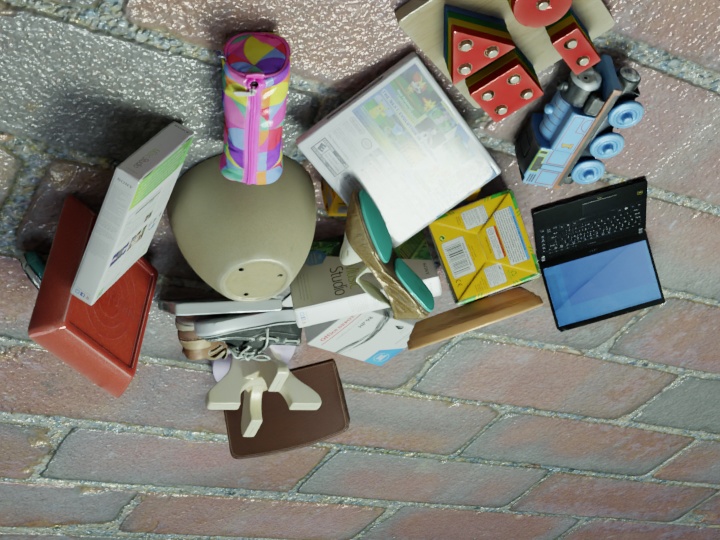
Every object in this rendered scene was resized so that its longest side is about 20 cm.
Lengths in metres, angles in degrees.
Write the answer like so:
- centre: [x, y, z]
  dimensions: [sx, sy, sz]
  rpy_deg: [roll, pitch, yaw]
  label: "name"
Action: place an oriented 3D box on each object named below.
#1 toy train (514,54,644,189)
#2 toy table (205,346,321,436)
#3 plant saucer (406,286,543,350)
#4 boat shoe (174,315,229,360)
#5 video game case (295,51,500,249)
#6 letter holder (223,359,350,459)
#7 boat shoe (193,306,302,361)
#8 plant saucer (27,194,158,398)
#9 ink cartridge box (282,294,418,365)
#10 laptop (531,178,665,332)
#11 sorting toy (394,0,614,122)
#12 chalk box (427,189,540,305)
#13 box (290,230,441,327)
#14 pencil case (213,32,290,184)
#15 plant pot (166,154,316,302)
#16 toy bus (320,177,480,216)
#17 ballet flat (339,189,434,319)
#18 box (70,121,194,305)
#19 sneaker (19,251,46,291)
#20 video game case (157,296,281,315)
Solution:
- centre: [0.282, -0.188, 1.437]
  dimensions: [0.114, 0.087, 0.200]
  rpy_deg: [6, 141, -17]
  label: "toy train"
- centre: [-0.159, 0.167, 1.742]
  dimensions: [0.183, 0.118, 0.200]
  rpy_deg: [-4, 143, -15]
  label: "toy table"
- centre: [0.156, 0.064, 1.550]
  dimensions: [0.199, 0.038, 0.200]
  rpy_deg: [-19, 177, -1]
  label: "plant saucer"
- centre: [-0.216, 0.093, 1.595]
  dimensions: [0.075, 0.072, 0.200]
  rpy_deg: [-3, -179, 13]
  label: "boat shoe"
- centre: [0.049, -0.143, 1.384]
  dimensions: [0.182, 0.022, 0.200]
  rpy_deg: [-35, 119, 11]
  label: "video game case"
- centre: [-0.119, 0.255, 1.854]
  dimensions: [0.199, 0.143, 0.101]
  rpy_deg: [-14, 145, -1]
  label: "letter holder"
- centre: [-0.150, 0.090, 1.522]
  dimensions: [0.073, 0.068, 0.199]
  rpy_deg: [-1, -178, 31]
  label: "boat shoe"
- centre: [-0.329, 0.035, 1.424]
  dimensions: [0.037, 0.201, 0.200]
  rpy_deg: [-5, 149, 23]
  label: "plant saucer"
- centre: [-0.010, 0.073, 1.706]
  dimensions: [0.199, 0.067, 0.116]
  rpy_deg: [20, 133, -39]
  label: "ink cartridge box"
- centre: [0.363, -0.020, 1.680]
  dimensions: [0.176, 0.104, 0.200]
  rpy_deg: [-16, 145, 2]
  label: "laptop"
- centre: [0.178, -0.276, 1.288]
  dimensions: [0.199, 0.070, 0.199]
  rpy_deg: [-29, 142, 21]
  label: "sorting toy"
- centre: [0.177, -0.029, 1.554]
  dimensions: [0.123, 0.125, 0.200]
  rpy_deg: [-21, 177, 9]
  label: "chalk box"
- centre: [0.000, 0.000, 1.528]
  dimensions: [0.199, 0.145, 0.036]
  rpy_deg: [-12, 128, -2]
  label: "box"
- centre: [-0.125, -0.185, 1.295]
  dimensions: [0.088, 0.089, 0.200]
  rpy_deg: [-7, 145, -10]
  label: "pencil case"
- centre: [-0.145, -0.039, 1.445]
  dimensions: [0.199, 0.135, 0.201]
  rpy_deg: [-10, 144, -7]
  label: "plant pot"
- centre: [0.054, -0.114, 1.472]
  dimensions: [0.199, 0.065, 0.078]
  rpy_deg: [0, 143, -19]
  label: "toy bus"
- centre: [0.019, -0.010, 1.410]
  dimensions: [0.072, 0.068, 0.200]
  rpy_deg: [-21, 121, 24]
  label: "ballet flat"
- centre: [-0.274, -0.069, 1.334]
  dimensions: [0.036, 0.144, 0.200]
  rpy_deg: [32, 124, 1]
  label: "box"
- centre: [-0.377, 0.013, 1.507]
  dimensions: [0.080, 0.078, 0.200]
  rpy_deg: [-47, 142, 10]
  label: "sneaker"
- centre: [-0.200, 0.047, 1.545]
  dimensions: [0.142, 0.018, 0.200]
  rpy_deg: [-2, -179, -17]
  label: "video game case"
